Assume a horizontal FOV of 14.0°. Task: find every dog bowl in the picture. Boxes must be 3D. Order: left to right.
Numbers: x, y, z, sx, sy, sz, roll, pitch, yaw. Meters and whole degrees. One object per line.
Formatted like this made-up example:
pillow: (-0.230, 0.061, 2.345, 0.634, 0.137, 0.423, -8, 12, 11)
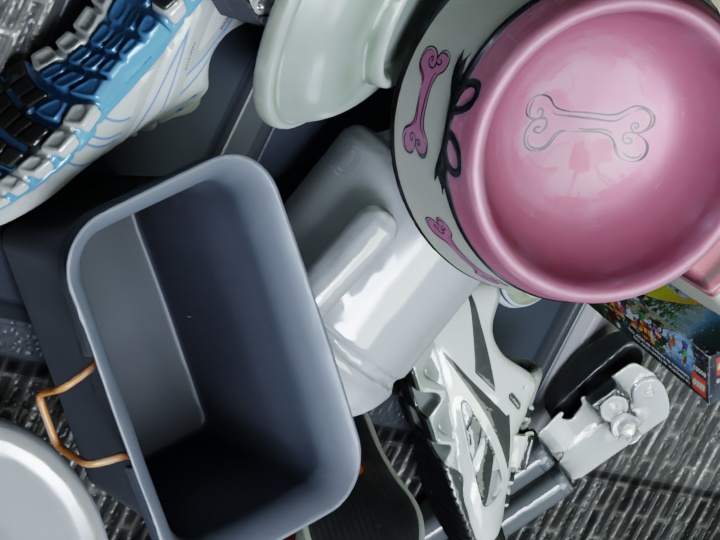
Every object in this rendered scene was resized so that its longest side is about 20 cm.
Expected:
dog bowl: (0.120, -0.071, 1.522, 0.200, 0.074, 0.201, -7, 111, -19)

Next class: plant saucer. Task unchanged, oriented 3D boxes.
plant saucer: (0.019, -0.152, 1.517, 0.200, 0.050, 0.200, -53, 165, -21)

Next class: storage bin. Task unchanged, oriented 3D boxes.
storage bin: (-0.112, 0.045, 1.523, 0.145, 0.134, 0.200, -27, 109, -26)

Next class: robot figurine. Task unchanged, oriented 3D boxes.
robot figurine: (0.000, 0.000, 1.626, 0.200, 0.113, 0.170, -51, 169, 2)

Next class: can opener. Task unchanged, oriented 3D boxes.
can opener: (0.106, 0.120, 1.827, 0.200, 0.066, 0.053, -38, 124, 1)

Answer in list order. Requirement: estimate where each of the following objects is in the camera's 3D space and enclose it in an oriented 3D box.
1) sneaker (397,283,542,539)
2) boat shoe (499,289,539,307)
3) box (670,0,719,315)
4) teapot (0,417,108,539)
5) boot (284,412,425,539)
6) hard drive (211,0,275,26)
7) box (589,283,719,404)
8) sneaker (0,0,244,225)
sneaker: (0.076, 0.096, 1.747, 0.088, 0.074, 0.200, -22, 116, -15)
boat shoe: (0.151, -0.053, 1.739, 0.200, 0.062, 0.072, -49, 135, 1)
box: (0.177, -0.086, 1.642, 0.128, 0.109, 0.200, -47, 117, -1)
teapot: (-0.239, 0.168, 1.546, 0.200, 0.146, 0.198, 26, 71, -26)
boot: (-0.015, 0.182, 1.681, 0.072, 0.200, 0.145, 2, 120, -13)
hard drive: (-0.028, -0.239, 1.457, 0.200, 0.038, 0.140, -52, 137, -21)
box: (0.252, -0.002, 1.796, 0.200, 0.137, 0.038, -23, 130, -22)
sneaker: (-0.126, -0.089, 1.506, 0.200, 0.075, 0.087, -46, 141, -2)
